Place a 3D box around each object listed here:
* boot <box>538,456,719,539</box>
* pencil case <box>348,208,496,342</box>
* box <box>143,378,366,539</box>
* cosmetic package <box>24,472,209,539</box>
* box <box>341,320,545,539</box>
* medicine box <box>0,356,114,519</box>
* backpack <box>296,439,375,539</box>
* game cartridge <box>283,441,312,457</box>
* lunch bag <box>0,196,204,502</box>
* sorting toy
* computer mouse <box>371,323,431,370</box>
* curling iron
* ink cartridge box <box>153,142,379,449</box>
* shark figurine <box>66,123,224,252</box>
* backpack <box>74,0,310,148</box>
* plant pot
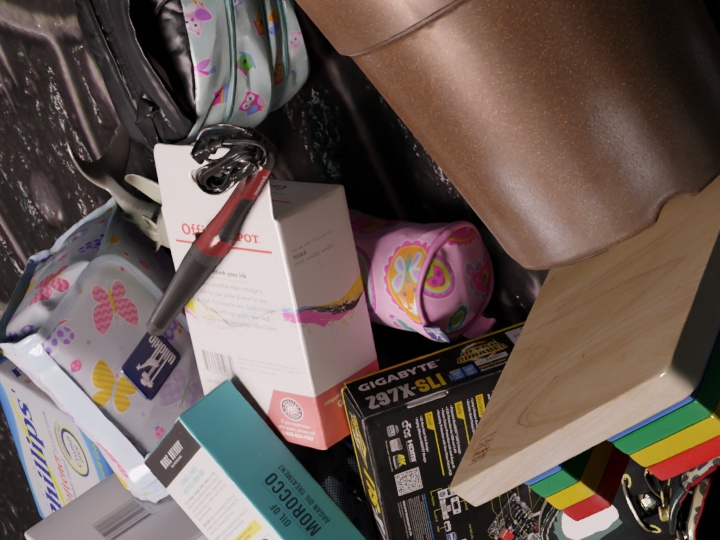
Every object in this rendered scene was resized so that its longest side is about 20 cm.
[{"bbox_3d":[0.172,0.125,0.849,0.203,0.154,0.074,-36,90,21],"label":"boot"},{"bbox_3d":[0.000,0.000,1.056,0.199,0.087,0.088,10,125,42],"label":"pencil case"},{"bbox_3d":[-0.052,0.174,1.011,0.200,0.049,0.082,49,143,5],"label":"box"},{"bbox_3d":[-0.136,0.271,1.156,0.199,0.123,0.201,13,133,63],"label":"cosmetic package"},{"bbox_3d":[0.084,0.143,1.014,0.049,0.159,0.201,-129,23,-59],"label":"box"},{"bbox_3d":[-0.229,0.167,1.402,0.199,0.103,0.183,21,132,45],"label":"medicine box"},{"bbox_3d":[0.003,0.228,1.165,0.201,0.147,0.183,57,156,6],"label":"backpack"},{"bbox_3d":[-0.070,0.201,1.329,0.133,0.041,0.201,16,129,45],"label":"game cartridge"},{"bbox_3d":[-0.180,0.062,1.172,0.127,0.200,0.170,-33,110,17],"label":"lunch bag"},{"bbox_3d":[0.159,0.033,0.831,0.069,0.199,0.200,36,145,-9],"label":"sorting toy"},{"bbox_3d":[-0.006,0.066,1.135,0.139,0.053,0.199,46,153,-23],"label":"computer mouse"},{"bbox_3d":[-0.100,-0.022,0.954,0.049,0.026,0.200,21,138,-8],"label":"curling iron"},{"bbox_3d":[-0.060,0.006,1.003,0.116,0.067,0.201,8,117,43],"label":"ink cartridge box"},{"bbox_3d":[-0.129,-0.055,1.152,0.214,0.089,0.129,11,128,56],"label":"shark figurine"},{"bbox_3d":[-0.118,-0.183,1.000,0.167,0.126,0.201,2,110,62],"label":"backpack"},{"bbox_3d":[0.092,-0.123,0.787,0.200,0.200,0.199,-18,112,52],"label":"plant pot"}]
